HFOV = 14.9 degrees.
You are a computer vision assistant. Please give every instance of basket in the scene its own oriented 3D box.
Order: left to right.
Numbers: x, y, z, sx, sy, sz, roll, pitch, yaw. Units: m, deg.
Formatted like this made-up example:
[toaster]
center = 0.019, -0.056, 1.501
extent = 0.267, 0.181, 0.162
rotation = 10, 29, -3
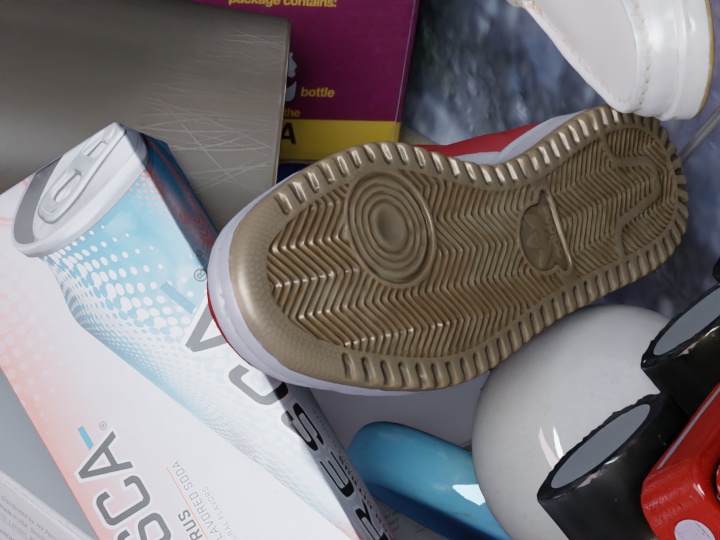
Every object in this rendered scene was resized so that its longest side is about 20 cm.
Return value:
[basket]
center = -0.126, -0.038, 0.897
extent = 0.180, 0.199, 0.137
rotation = 111, 165, -82

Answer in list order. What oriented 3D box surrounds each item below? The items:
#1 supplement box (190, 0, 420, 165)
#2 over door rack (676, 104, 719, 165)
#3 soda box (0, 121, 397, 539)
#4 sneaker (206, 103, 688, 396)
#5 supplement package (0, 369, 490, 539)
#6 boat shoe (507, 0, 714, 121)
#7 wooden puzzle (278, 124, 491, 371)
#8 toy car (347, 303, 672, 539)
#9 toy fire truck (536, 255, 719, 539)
[supplement box]
center = -0.037, -0.154, 0.993
extent = 0.131, 0.103, 0.201
rotation = -121, 35, -60
[over door rack]
center = 0.102, -0.110, 0.879
extent = 0.200, 0.066, 0.148
rotation = 137, 117, -66
[soda box]
center = -0.041, 0.060, 0.791
extent = 0.201, 0.068, 0.064
rotation = 59, -174, 6
[sneaker]
center = 0.000, 0.000, 0.809
extent = 0.112, 0.200, 0.072
rotation = -14, 91, 40
[supplement package]
center = -0.065, 0.082, 0.971
extent = 0.155, 0.200, 0.111
rotation = 33, 124, 28
[boat shoe]
center = 0.040, -0.117, 0.843
extent = 0.071, 0.069, 0.200
rotation = 101, 148, -48
[wooden puzzle]
center = -0.018, 0.024, 1.088
extent = 0.200, 0.046, 0.186
rotation = 35, 126, 45
[toy car]
center = 0.062, 0.114, 0.869
extent = 0.175, 0.149, 0.201
rotation = 69, -178, -78
[toy fire truck]
center = 0.176, 0.034, 0.724
extent = 0.129, 0.176, 0.200
rotation = 50, 137, -5
